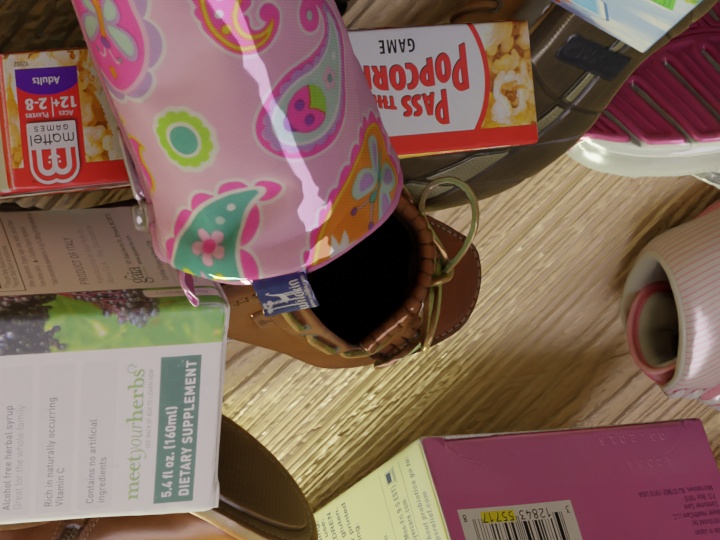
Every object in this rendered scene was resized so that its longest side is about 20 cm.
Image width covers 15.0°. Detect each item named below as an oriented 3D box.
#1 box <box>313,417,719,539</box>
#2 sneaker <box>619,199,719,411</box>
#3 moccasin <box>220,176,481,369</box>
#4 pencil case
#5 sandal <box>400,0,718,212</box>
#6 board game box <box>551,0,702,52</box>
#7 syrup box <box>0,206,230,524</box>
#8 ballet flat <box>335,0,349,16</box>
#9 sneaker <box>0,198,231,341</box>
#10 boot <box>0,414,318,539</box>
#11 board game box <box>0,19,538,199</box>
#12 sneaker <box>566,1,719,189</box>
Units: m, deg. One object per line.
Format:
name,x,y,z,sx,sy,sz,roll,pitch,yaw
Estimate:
box,0.057,0.158,1.333,0.175,0.097,0.200,-1,156,-36
sneaker,0.174,0.040,1.319,0.104,0.075,0.201,-24,141,-13
moccasin,0.000,-0.002,1.018,0.077,0.074,0.201,4,172,26
pencil case,-0.055,-0.089,0.815,0.087,0.087,0.201,-24,115,-5
sandal,0.068,-0.091,1.073,0.200,0.054,0.080,-42,144,20
board game box,0.043,-0.127,0.843,0.037,0.151,0.200,-60,180,-1
syrup box,-0.149,0.033,0.882,0.199,0.082,0.079,-3,117,-17
ballet flat,-0.065,-0.126,0.919,0.068,0.068,0.200,-23,150,15
sneaker,-0.071,0.002,1.038,0.079,0.074,0.200,2,-170,39
boot,-0.130,0.129,1.213,0.199,0.077,0.155,13,128,-43
board game box,-0.062,-0.055,0.960,0.199,0.047,0.151,-7,-178,-29
sneaker,0.165,-0.063,1.161,0.199,0.082,0.088,-9,142,-27
